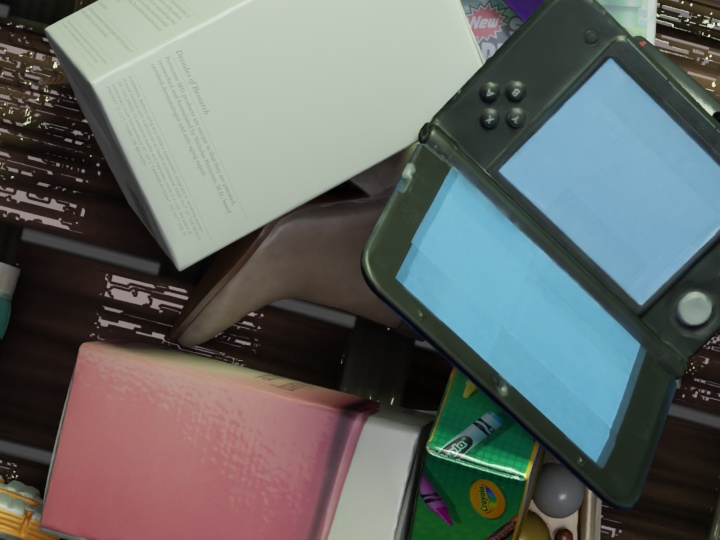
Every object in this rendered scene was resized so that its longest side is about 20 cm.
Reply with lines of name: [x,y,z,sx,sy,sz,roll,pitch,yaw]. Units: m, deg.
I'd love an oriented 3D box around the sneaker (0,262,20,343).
sneaker: [-0.302,0.010,1.166,0.198,0.071,0.081,15,85,-7]

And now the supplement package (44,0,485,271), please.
supplement package: [-0.050,-0.112,1.096,0.199,0.121,0.121,-29,117,-8]

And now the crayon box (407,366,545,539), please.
crayon box: [0.081,0.073,1.127,0.058,0.119,0.201,16,46,8]

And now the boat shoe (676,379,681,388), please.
boat shoe: [0.145,-0.020,1.209,0.060,0.072,0.203,-15,103,11]

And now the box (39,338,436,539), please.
box: [-0.063,0.114,1.142,0.198,0.128,0.110,13,91,8]

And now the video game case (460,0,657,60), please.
video game case: [0.111,-0.170,1.231,0.141,0.017,0.202,3,90,-5]

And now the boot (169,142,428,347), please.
boot: [0.000,0.000,1.202,0.146,0.070,0.201,36,100,-16]

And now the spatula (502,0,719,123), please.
spatula: [0.145,-0.137,1.171,0.056,0.021,0.200,-35,59,-17]

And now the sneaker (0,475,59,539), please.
sneaker: [-0.274,0.145,1.171,0.198,0.078,0.078,20,98,-4]

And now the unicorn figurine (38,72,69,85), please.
unicorn figurine: [-0.080,-0.131,1.193,0.137,0.074,0.201,38,71,-4]

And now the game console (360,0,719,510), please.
game console: [0.123,-0.012,1.040,0.200,0.119,0.171,42,104,-15]

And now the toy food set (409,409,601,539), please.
toy food set: [0.080,0.186,1.211,0.142,0.060,0.202,3,90,-6]
